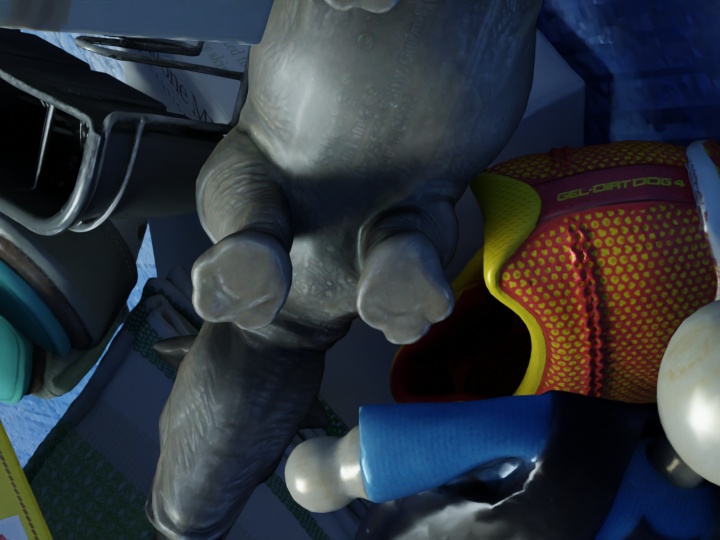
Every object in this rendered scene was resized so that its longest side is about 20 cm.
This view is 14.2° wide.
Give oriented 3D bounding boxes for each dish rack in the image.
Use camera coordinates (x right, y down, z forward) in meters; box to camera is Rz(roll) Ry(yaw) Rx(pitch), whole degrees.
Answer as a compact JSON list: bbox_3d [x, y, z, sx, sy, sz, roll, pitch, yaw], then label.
[{"bbox_3d":[-0.061,-0.120,0.678,0.153,0.054,0.201,29,108,49],"label":"dish rack"}]

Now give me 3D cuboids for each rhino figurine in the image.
[{"bbox_3d":[-0.005,-0.016,0.614,0.088,0.060,0.201,-84,16,-64],"label":"rhino figurine"}]

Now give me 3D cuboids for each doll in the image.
[{"bbox_3d":[0.036,0.075,0.622,0.200,0.136,0.049,-51,30,32],"label":"doll"}]

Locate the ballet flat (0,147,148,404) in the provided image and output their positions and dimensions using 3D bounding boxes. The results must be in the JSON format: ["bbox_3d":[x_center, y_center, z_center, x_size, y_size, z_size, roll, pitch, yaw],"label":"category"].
[{"bbox_3d":[-0.086,-0.010,0.768,0.067,0.064,0.200,41,167,0],"label":"ballet flat"}]

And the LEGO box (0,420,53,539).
[{"bbox_3d":[-0.117,0.102,0.685,0.149,0.077,0.200,105,144,-52],"label":"LEGO box"}]

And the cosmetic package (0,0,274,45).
[{"bbox_3d":[-0.044,-0.154,0.550,0.105,0.071,0.201,40,120,45],"label":"cosmetic package"}]

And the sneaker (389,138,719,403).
[{"bbox_3d":[0.043,0.034,0.703,0.200,0.077,0.073,95,171,-51],"label":"sneaker"}]

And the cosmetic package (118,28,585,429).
[{"bbox_3d":[0.000,0.000,0.778,0.108,0.085,0.200,52,160,36],"label":"cosmetic package"}]

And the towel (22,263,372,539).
[{"bbox_3d":[-0.049,0.115,0.749,0.149,0.031,0.200,49,127,15],"label":"towel"}]
